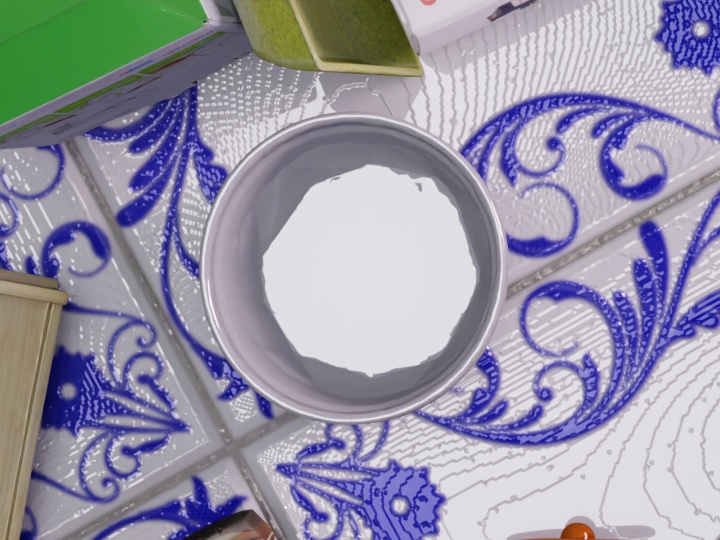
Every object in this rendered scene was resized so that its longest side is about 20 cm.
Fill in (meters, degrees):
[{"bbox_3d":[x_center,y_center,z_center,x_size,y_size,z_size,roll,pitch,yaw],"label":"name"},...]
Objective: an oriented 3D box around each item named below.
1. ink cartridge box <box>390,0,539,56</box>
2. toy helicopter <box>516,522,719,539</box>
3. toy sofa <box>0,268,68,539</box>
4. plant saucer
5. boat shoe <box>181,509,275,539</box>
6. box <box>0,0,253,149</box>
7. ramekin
[{"bbox_3d":[0.094,-0.250,1.377,0.199,0.084,0.145,-25,85,0],"label":"ink cartridge box"},{"bbox_3d":[0.179,0.213,1.377,0.199,0.079,0.133,-23,76,-4],"label":"toy helicopter"},{"bbox_3d":[-0.261,0.098,1.435,0.082,0.098,0.201,10,90,-17],"label":"toy sofa"},{"bbox_3d":[-0.048,-0.208,1.353,0.048,0.200,0.200,-25,85,20],"label":"plant saucer"},{"bbox_3d":[-0.133,0.240,1.413,0.200,0.076,0.074,-39,91,12],"label":"boat shoe"},{"bbox_3d":[-0.168,-0.155,1.357,0.199,0.176,0.097,-24,89,17],"label":"box"},{"bbox_3d":[0.000,0.000,1.381,0.199,0.105,0.201,0,88,8],"label":"ramekin"}]
